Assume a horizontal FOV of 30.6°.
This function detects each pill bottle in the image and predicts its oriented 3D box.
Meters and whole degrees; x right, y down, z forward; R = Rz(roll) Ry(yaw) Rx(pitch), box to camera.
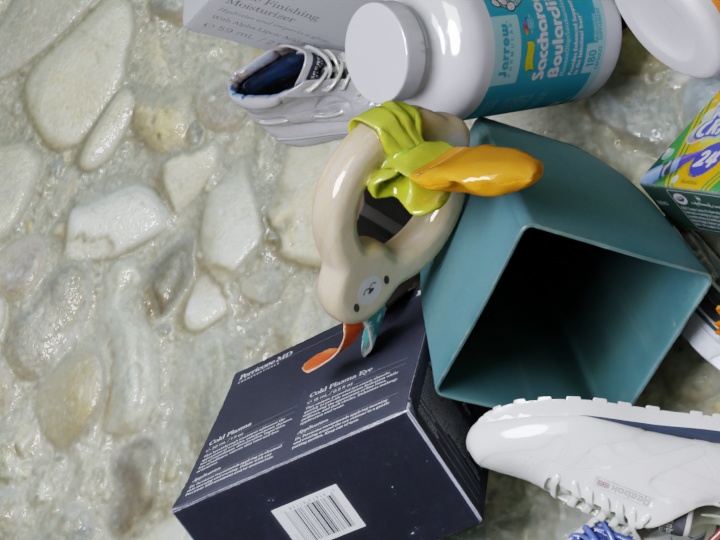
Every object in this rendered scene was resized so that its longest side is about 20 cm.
[{"bbox_3d":[0.088,-0.167,0.957,0.111,0.199,0.111,22,119,48],"label":"pill bottle"},{"bbox_3d":[0.284,-0.239,0.937,0.200,0.110,0.110,-42,55,-8],"label":"pill bottle"}]

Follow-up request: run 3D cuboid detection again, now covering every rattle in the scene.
[{"bbox_3d":[0.040,0.002,0.855,0.143,0.130,0.201,24,104,25],"label":"rattle"}]

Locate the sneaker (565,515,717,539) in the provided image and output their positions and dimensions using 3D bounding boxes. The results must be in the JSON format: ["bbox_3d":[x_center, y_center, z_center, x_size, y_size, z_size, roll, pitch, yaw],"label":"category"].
[{"bbox_3d":[0.173,0.197,0.891,0.075,0.088,0.200,32,90,37],"label":"sneaker"}]

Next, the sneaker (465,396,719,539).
[{"bbox_3d":[0.166,0.132,0.855,0.199,0.076,0.081,4,70,10],"label":"sneaker"}]

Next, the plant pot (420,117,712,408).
[{"bbox_3d":[0.125,-0.014,0.933,0.200,0.141,0.142,-103,33,-54],"label":"plant pot"}]

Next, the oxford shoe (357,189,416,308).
[{"bbox_3d":[0.000,0.000,1.034,0.071,0.200,0.071,35,112,-5],"label":"oxford shoe"}]

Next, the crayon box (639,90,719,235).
[{"bbox_3d":[0.294,-0.110,0.879,0.200,0.052,0.126,-47,18,-8],"label":"crayon box"}]

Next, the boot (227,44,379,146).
[{"bbox_3d":[-0.017,-0.158,1.128,0.199,0.096,0.074,-12,67,28],"label":"boot"}]

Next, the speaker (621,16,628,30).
[{"bbox_3d":[0.153,-0.274,1.072,0.081,0.081,0.200,-48,56,9],"label":"speaker"}]

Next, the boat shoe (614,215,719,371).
[{"bbox_3d":[0.257,0.027,0.905,0.071,0.072,0.200,-51,53,12],"label":"boat shoe"}]

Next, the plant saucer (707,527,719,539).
[{"bbox_3d":[0.314,0.167,0.780,0.200,0.199,0.037,-48,13,10],"label":"plant saucer"}]

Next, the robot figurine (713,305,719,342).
[{"bbox_3d":[0.316,-0.013,0.829,0.145,0.058,0.200,0,36,50],"label":"robot figurine"}]

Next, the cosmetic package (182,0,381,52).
[{"bbox_3d":[-0.034,-0.295,1.103,0.200,0.164,0.166,-29,55,56],"label":"cosmetic package"}]

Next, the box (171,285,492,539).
[{"bbox_3d":[-0.010,0.125,0.966,0.200,0.104,0.182,-26,21,23],"label":"box"}]
